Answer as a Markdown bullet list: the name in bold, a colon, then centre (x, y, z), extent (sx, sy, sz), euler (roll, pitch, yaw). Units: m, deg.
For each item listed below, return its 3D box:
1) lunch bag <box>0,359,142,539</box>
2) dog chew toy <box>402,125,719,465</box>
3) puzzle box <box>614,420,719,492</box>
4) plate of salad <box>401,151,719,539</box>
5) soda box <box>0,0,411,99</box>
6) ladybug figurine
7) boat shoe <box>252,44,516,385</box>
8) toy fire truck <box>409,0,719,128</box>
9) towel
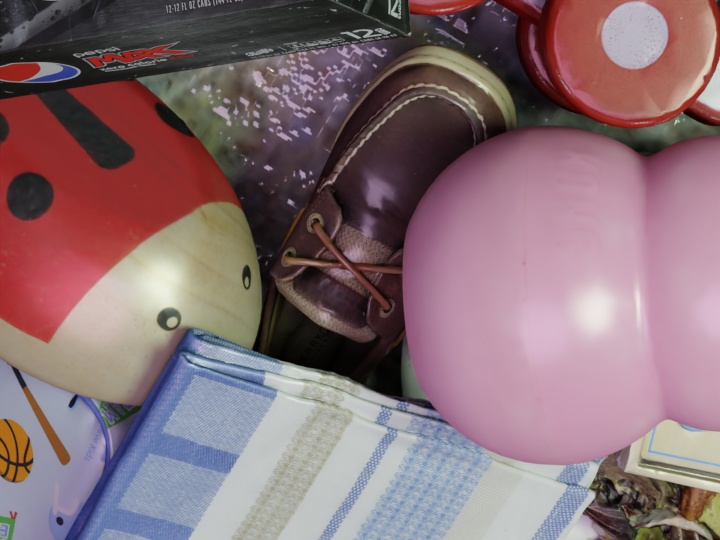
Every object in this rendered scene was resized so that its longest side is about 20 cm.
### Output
- **lunch bag**: centre (-0.147, 0.102, 1.093), extent (0.160, 0.075, 0.201), euler (39, 120, 30)
- **dog chew toy**: centre (0.118, 0.005, 0.953), extent (0.199, 0.125, 0.125), euler (-4, 111, 14)
- **puzzle box**: centre (0.211, 0.036, 1.040), extent (0.199, 0.025, 0.134), euler (11, 103, -7)
- **plate of salad**: centre (0.114, 0.049, 1.080), extent (0.199, 0.048, 0.201), euler (3, 111, 7)
- **soda box**: centre (-0.086, -0.105, 0.926), extent (0.199, 0.071, 0.064), euler (-7, 80, 25)
- **ladybug figurine**: centre (-0.118, -0.034, 1.026), extent (0.200, 0.136, 0.072), euler (40, 137, 17)
- **boat shoe**: centre (0.000, 0.000, 1.038), extent (0.072, 0.072, 0.200), euler (30, 130, -4)
- **toy fire truck**: centre (0.087, -0.152, 0.981), extent (0.199, 0.112, 0.169), euler (29, 94, -4)
- **towel**: centre (-0.015, 0.104, 1.039), extent (0.199, 0.024, 0.147), euler (17, 117, -28)
